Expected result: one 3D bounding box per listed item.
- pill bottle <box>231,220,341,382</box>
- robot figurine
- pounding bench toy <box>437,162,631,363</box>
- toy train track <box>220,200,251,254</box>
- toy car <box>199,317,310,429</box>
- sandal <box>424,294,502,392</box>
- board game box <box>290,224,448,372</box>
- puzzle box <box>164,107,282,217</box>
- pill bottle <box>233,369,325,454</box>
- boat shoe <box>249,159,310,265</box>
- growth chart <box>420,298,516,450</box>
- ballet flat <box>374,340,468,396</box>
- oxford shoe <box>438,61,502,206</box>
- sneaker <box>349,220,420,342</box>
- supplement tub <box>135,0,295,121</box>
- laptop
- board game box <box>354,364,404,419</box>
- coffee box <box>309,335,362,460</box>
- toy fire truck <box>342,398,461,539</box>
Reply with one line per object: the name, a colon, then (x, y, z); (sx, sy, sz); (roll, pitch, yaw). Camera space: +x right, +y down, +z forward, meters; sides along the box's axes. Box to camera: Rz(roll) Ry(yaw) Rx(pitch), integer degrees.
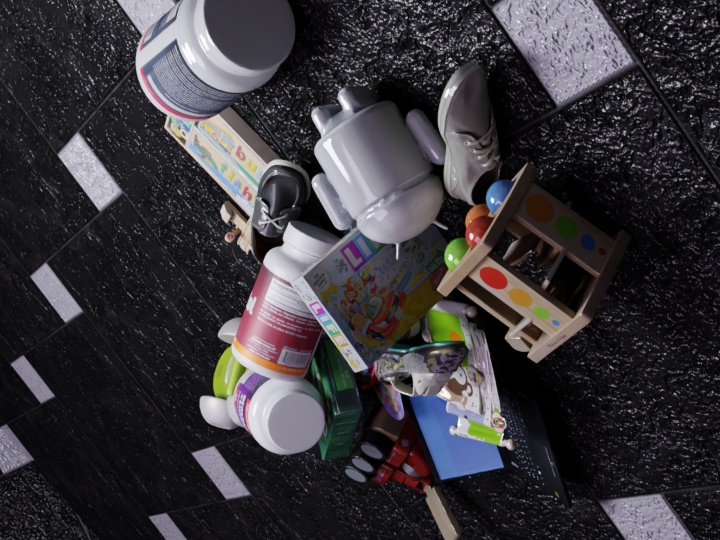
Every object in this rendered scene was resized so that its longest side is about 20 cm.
pill bottle: (-0.094, 0.041, 1.698); (0.112, 0.113, 0.202); (29, 104, 29)
robot figurine: (0.023, -0.117, 1.446); (0.169, 0.113, 0.201); (-31, 87, 26)
pounding bench toy: (0.166, 0.004, 1.367); (0.155, 0.125, 0.200); (35, 148, -2)
toy train track: (-0.141, -0.020, 1.842); (0.200, 0.033, 0.115); (45, 148, 5)
toy car: (-0.152, 0.171, 1.968); (0.149, 0.177, 0.199); (23, 161, -31)
sandal: (0.127, 0.073, 1.597); (0.201, 0.054, 0.082); (55, 145, 20)
board game box: (0.026, 0.009, 1.506); (0.135, 0.200, 0.034); (53, 148, -8)
puzzle box: (-0.192, -0.175, 1.750); (0.200, 0.025, 0.133); (45, 147, 8)
pill bottle: (-0.113, 0.199, 1.767); (0.112, 0.111, 0.200); (56, 169, -12)
boat shoe: (-0.113, -0.079, 1.696); (0.071, 0.068, 0.200); (15, 147, -6)
growth chart: (0.125, 0.126, 1.563); (0.144, 0.018, 0.202); (-5, 103, 57)
ballet flat: (0.077, 0.123, 1.549); (0.072, 0.072, 0.200); (56, 156, -11)
oxford shoe: (0.125, -0.144, 1.345); (0.058, 0.075, 0.201); (37, 154, 30)
sneaker: (0.000, 0.000, 1.576); (0.075, 0.105, 0.202); (-28, 79, 65)
supplement tub: (-0.179, -0.274, 1.521); (0.141, 0.140, 0.199); (56, 148, -11)
laptop: (0.166, 0.233, 1.653); (0.200, 0.103, 0.178); (32, 149, 56)
board game box: (0.004, 0.116, 1.721); (0.158, 0.039, 0.202); (-137, 32, -62)
coffee box: (-0.039, 0.185, 1.798); (0.200, 0.044, 0.124); (103, 155, -61)
toy fire truck: (0.084, 0.297, 1.835); (0.199, 0.129, 0.176); (28, 150, 1)
